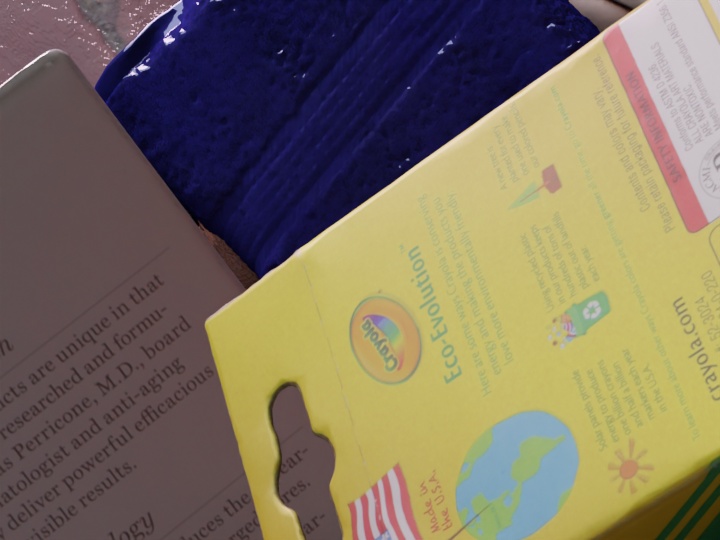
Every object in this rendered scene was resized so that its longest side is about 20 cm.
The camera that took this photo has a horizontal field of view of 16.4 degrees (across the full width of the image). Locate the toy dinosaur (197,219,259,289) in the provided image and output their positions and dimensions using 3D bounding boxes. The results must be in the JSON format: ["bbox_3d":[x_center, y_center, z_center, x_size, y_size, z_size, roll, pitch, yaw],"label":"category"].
[{"bbox_3d":[0.000,0.000,0.957,0.135,0.199,0.086,-32,47,59],"label":"toy dinosaur"}]

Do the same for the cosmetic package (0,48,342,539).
[{"bbox_3d":[-0.114,0.055,0.872,0.165,0.200,0.165,-38,5,-9],"label":"cosmetic package"}]

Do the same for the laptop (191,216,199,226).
[{"bbox_3d":[-0.039,-0.012,1.145,0.188,0.199,0.116,-56,43,13],"label":"laptop"}]

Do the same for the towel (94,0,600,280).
[{"bbox_3d":[0.016,-0.046,0.845,0.148,0.200,0.049,-49,-22,15],"label":"towel"}]

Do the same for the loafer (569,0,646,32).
[{"bbox_3d":[0.056,-0.099,0.907,0.072,0.200,0.063,6,-70,-42],"label":"loafer"}]

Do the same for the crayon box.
[{"bbox_3d":[0.063,0.012,0.578,0.200,0.051,0.127,-34,47,19],"label":"crayon box"}]
